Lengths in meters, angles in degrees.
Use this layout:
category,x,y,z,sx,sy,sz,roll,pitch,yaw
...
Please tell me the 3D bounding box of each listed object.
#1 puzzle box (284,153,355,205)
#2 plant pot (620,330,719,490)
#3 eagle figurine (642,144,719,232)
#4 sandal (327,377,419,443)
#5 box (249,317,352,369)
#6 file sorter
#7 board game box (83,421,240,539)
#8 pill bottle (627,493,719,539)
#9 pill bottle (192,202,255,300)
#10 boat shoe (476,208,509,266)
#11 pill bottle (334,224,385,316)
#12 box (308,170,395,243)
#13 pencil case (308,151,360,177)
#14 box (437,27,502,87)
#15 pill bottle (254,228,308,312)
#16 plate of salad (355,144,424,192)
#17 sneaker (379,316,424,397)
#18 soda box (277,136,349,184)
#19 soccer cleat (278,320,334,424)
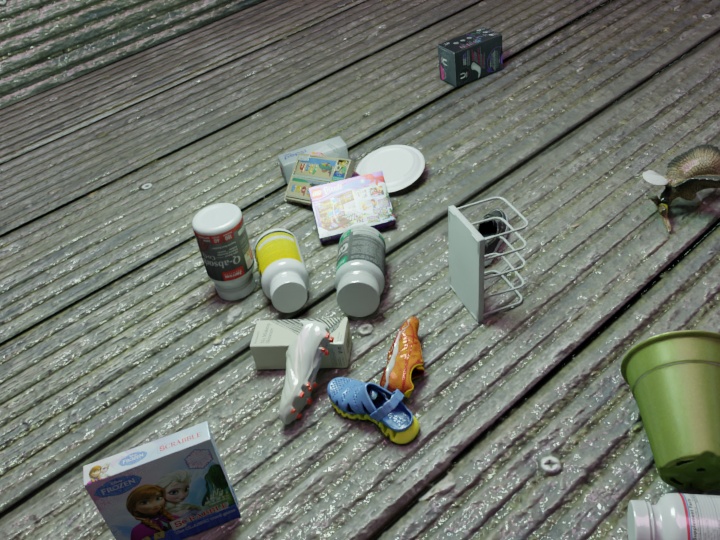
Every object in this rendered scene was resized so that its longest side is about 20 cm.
category,x,y,z,sx,sy,sz,roll,pitch,yaw
puzzle box,-0.111,-0.237,1.920,0.197,0.025,0.136,13,83,39
plant pot,0.520,0.232,1.135,0.195,0.202,0.193,-1,51,13
eagle figurine,0.756,-0.200,1.638,0.150,0.199,0.154,3,54,-54
sandal,0.020,0.234,1.316,0.197,0.088,0.080,16,46,33
box,-0.119,0.149,1.472,0.195,0.069,0.083,-3,39,9
file sorter,0.266,-0.027,1.499,0.122,0.204,0.139,-15,37,-13
board game box,-0.309,0.354,1.149,0.196,0.203,0.041,-19,37,-10
pill bottle,0.480,0.371,1.006,0.195,0.111,0.110,-1,38,14
pill bottle,-0.306,-0.040,1.651,0.113,0.203,0.117,-7,36,5
boat shoe,0.299,-0.094,1.681,0.068,0.067,0.201,10,42,25
pill bottle,0.000,0.000,1.596,0.110,0.115,0.202,-5,37,7
box,-0.022,-0.160,1.811,0.195,0.039,0.140,-13,73,-4
pencil case,-0.077,-0.256,1.967,0.087,0.089,0.199,-31,44,-25
box,0.367,-0.713,2.410,0.197,0.124,0.106,-25,39,-19
pill bottle,-0.177,0.002,1.640,0.109,0.113,0.201,-15,37,-7
plate of salad,0.082,-0.273,1.982,0.195,0.049,0.203,-10,46,10
sneaker,0.091,0.171,1.409,0.076,0.074,0.202,22,43,0
soda box,-0.134,-0.319,2.079,0.196,0.064,0.069,-19,38,-11
soccer cleat,-0.117,0.192,1.378,0.076,0.070,0.203,15,71,21
